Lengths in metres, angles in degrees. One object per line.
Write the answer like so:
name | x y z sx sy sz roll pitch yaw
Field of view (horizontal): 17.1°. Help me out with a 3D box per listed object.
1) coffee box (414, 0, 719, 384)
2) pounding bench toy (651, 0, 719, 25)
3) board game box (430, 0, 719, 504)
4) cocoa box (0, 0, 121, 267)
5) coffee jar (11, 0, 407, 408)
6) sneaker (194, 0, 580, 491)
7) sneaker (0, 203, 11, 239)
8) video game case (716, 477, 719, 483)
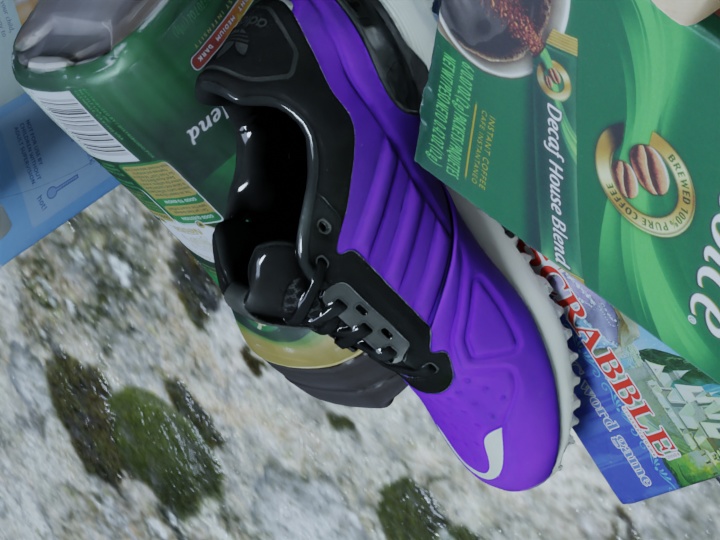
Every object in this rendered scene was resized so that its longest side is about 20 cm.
coffee box | 0.106 -0.030 0.694 0.200 0.044 0.123 38 144 24
pounding bench toy | 0.079 -0.147 0.600 0.124 0.200 0.156 48 147 10
board game box | 0.099 -0.031 0.783 0.201 0.041 0.199 56 148 -3
cocoa box | -0.158 -0.127 0.932 0.131 0.133 0.201 19 134 42
coffee jar | -0.032 -0.042 0.893 0.085 0.105 0.200 7 146 47
sneaker | 0.000 0.000 0.808 0.069 0.099 0.201 4 123 55
sneaker | -0.208 -0.037 0.887 0.199 0.074 0.082 7 131 46
video game case | 0.120 -0.026 0.822 0.200 0.025 0.181 52 148 6
